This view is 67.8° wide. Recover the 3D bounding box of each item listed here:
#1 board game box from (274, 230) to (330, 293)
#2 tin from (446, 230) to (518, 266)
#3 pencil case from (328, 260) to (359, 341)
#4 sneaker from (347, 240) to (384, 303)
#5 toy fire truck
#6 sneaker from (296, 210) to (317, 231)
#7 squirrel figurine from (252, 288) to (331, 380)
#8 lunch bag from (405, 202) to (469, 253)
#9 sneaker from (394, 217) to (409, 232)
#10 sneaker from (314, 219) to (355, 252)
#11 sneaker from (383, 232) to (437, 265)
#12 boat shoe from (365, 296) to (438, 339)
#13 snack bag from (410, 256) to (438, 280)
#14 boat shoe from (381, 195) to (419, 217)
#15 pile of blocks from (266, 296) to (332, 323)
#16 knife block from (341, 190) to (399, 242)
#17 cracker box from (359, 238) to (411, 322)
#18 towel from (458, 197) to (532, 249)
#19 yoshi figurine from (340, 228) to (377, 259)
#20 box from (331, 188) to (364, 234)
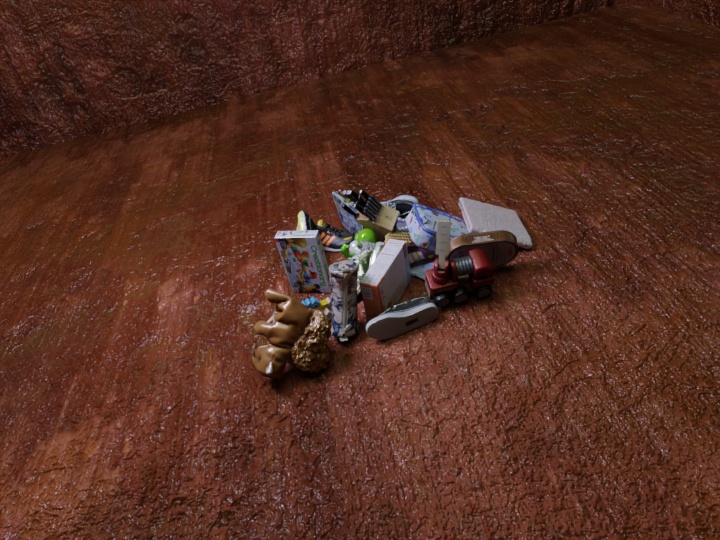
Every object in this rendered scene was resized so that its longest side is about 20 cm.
[{"bbox_3d":[-0.157,-0.022,1.521,0.123,0.203,0.035,0,39,17],"label":"board game box"},{"bbox_3d":[0.327,-0.052,1.447,0.195,0.113,0.043,-7,54,6],"label":"tin"},{"bbox_3d":[-0.041,0.073,1.359,0.076,0.205,0.090,-6,24,-15],"label":"pencil case"},{"bbox_3d":[0.000,0.000,1.469,0.087,0.077,0.203,18,61,10],"label":"sneaker"},{"bbox_3d":[0.251,-0.025,1.370,0.172,0.202,0.131,-12,54,-3],"label":"toy fire truck"},{"bbox_3d":[-0.183,-0.089,1.668,0.088,0.078,0.205,-15,70,20],"label":"sneaker"},{"bbox_3d":[-0.168,0.177,1.297,0.196,0.142,0.190,18,72,10],"label":"squirrel figurine"},{"bbox_3d":[0.223,-0.117,1.524,0.196,0.076,0.162,17,35,-20],"label":"lunch bag"},{"bbox_3d":[0.144,-0.115,1.679,0.197,0.075,0.089,10,60,38],"label":"sneaker"},{"bbox_3d":[-0.106,-0.118,1.724,0.195,0.092,0.070,4,39,22],"label":"sneaker"},{"bbox_3d":[0.155,-0.056,1.558,0.195,0.091,0.076,6,38,-13],"label":"sneaker"},{"bbox_3d":[0.101,0.119,1.373,0.196,0.072,0.064,-14,36,-15],"label":"boat shoe"},{"bbox_3d":[0.258,-0.016,1.537,0.199,0.022,0.187,-38,42,-25],"label":"snack bag"},{"bbox_3d":[0.097,-0.199,1.780,0.194,0.075,0.069,-2,33,16],"label":"boat shoe"},{"bbox_3d":[-0.151,0.124,1.428,0.197,0.083,0.062,-25,37,-16],"label":"pile of blocks"},{"bbox_3d":[0.024,-0.163,1.578,0.172,0.200,0.065,24,78,6],"label":"knife block"},{"bbox_3d":[0.071,0.028,1.441,0.057,0.136,0.201,9,41,27],"label":"cracker box"},{"bbox_3d":[0.393,-0.141,1.587,0.195,0.033,0.193,12,34,-11],"label":"towel"},{"bbox_3d":[0.002,-0.046,1.554,0.110,0.113,0.203,-10,47,22],"label":"yoshi figurine"},{"bbox_3d":[-0.018,-0.165,1.718,0.039,0.139,0.200,-28,39,-15],"label":"box"}]
